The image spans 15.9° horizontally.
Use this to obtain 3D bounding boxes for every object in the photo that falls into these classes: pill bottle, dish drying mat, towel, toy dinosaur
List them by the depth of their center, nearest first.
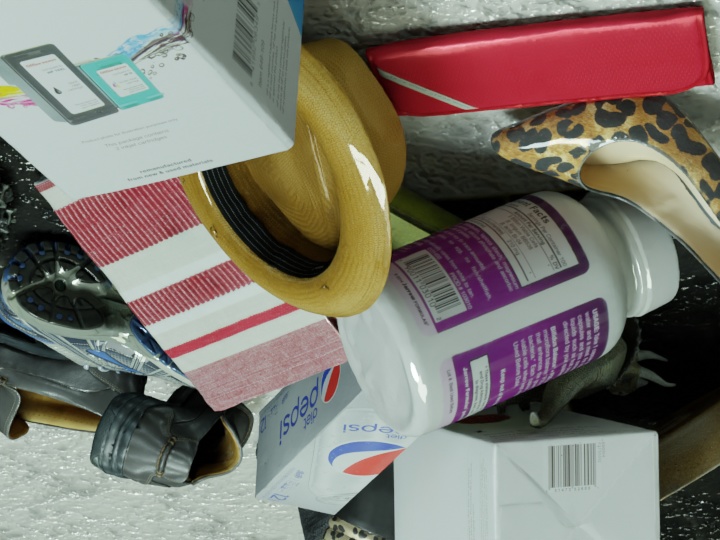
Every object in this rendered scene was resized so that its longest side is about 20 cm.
[{"bbox_3d":[0.107,-0.120,1.525,0.198,0.018,0.077,-4,149,12],"label":"dish drying mat"},{"bbox_3d":[0.094,0.017,1.600,0.199,0.113,0.112,-22,157,-20],"label":"pill bottle"},{"bbox_3d":[-0.103,-0.004,1.656,0.144,0.023,0.200,-22,114,40],"label":"towel"},{"bbox_3d":[0.141,0.060,1.740,0.102,0.077,0.200,-19,175,14],"label":"toy dinosaur"}]

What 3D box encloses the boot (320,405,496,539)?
[{"bbox_3d":[0.070,0.165,1.886,0.199,0.152,0.073,22,179,-26],"label":"boot"}]

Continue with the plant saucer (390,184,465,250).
[{"bbox_3d":[0.000,0.000,1.714,0.199,0.048,0.199,-25,141,38],"label":"plant saucer"}]

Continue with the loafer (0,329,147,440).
[{"bbox_3d":[-0.251,0.085,1.857,0.198,0.073,0.073,-3,151,11],"label":"loafer"}]

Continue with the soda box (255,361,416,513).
[{"bbox_3d":[-0.006,0.095,1.749,0.063,0.069,0.200,14,148,-20],"label":"soda box"}]

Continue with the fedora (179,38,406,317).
[{"bbox_3d":[-0.031,-0.071,1.525,0.200,0.082,0.202,30,139,30],"label":"fedora"}]

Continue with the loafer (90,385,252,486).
[{"bbox_3d":[-0.117,0.125,1.835,0.072,0.073,0.200,23,-168,19],"label":"loafer"}]

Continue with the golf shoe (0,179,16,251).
[{"bbox_3d":[-0.279,-0.047,1.645,0.094,0.078,0.200,16,151,12],"label":"golf shoe"}]

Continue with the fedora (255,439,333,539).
[{"bbox_3d":[0.008,0.176,1.975,0.199,0.092,0.201,1,151,1],"label":"fedora"}]

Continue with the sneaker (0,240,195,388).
[{"bbox_3d":[-0.161,0.036,1.781,0.199,0.078,0.085,23,155,-20],"label":"sneaker"}]

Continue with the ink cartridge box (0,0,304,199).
[{"bbox_3d":[-0.138,-0.159,1.345,0.145,0.148,0.200,-12,147,25],"label":"ink cartridge box"}]

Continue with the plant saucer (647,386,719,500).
[{"bbox_3d":[0.227,0.126,1.843,0.199,0.036,0.200,-32,178,-1],"label":"plant saucer"}]

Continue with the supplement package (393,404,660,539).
[{"bbox_3d":[0.109,0.160,1.754,0.120,0.121,0.200,-3,-177,-19],"label":"supplement package"}]

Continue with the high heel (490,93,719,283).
[{"bbox_3d":[0.177,-0.032,1.548,0.198,0.143,0.072,2,151,0],"label":"high heel"}]
